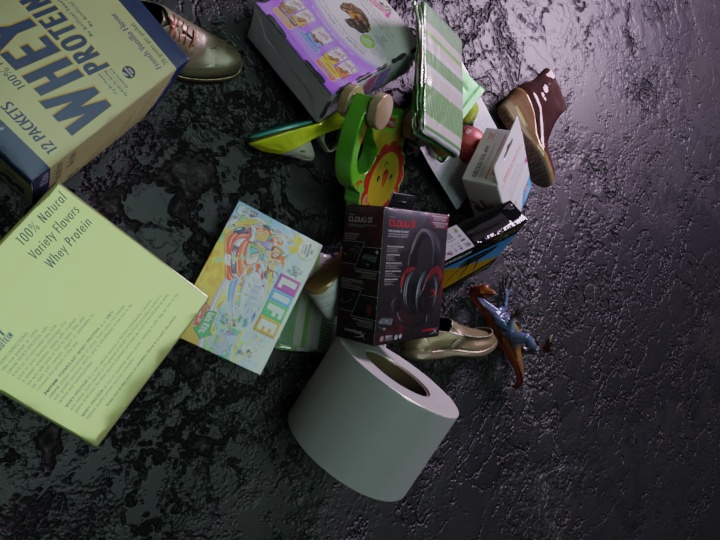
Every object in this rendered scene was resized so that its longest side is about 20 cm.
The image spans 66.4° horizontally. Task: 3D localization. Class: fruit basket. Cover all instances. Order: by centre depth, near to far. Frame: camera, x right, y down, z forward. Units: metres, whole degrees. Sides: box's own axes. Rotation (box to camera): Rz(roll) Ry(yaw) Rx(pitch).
[{"bbox_3d":[0.167,-0.243,0.976,0.186,0.094,0.200,-54,130,-20],"label":"fruit basket"}]

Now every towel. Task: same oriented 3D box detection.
[{"bbox_3d":[0.120,-0.286,0.842,0.152,0.023,0.201,8,80,-55],"label":"towel"},{"bbox_3d":[-0.038,0.058,0.857,0.199,0.023,0.153,14,81,-30],"label":"towel"}]

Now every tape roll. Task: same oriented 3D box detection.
[{"bbox_3d":[0.017,0.198,0.771,0.202,0.203,0.139,31,96,-28],"label":"tape roll"}]

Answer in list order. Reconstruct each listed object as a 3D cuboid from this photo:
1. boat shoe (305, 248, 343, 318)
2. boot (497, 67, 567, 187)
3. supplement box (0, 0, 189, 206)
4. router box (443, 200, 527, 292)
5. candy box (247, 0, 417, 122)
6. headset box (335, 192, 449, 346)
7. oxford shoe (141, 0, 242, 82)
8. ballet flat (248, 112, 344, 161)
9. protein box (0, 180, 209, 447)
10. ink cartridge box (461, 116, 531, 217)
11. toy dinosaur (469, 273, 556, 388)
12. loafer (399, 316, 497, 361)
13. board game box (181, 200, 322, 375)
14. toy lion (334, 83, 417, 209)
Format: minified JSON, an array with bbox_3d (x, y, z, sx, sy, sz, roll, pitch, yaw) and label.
[{"bbox_3d":[0.000,0.000,0.825,0.200,0.071,0.070,-39,119,-35],"label":"boat shoe"},{"bbox_3d":[0.370,-0.286,1.096,0.166,0.072,0.200,-38,105,-24],"label":"boot"},{"bbox_3d":[-0.323,-0.192,0.586,0.134,0.200,0.200,49,67,-20],"label":"supplement box"},{"bbox_3d":[0.168,-0.026,0.922,0.199,0.149,0.051,-25,67,-29],"label":"router box"},{"bbox_3d":[-0.034,-0.339,0.812,0.200,0.072,0.168,-38,87,-29],"label":"candy box"},{"bbox_3d":[0.048,-0.006,0.767,0.148,0.075,0.201,1,96,-47],"label":"headset box"},{"bbox_3d":[-0.242,-0.297,0.712,0.199,0.075,0.071,5,86,-32],"label":"oxford shoe"},{"bbox_3d":[-0.071,-0.203,0.826,0.200,0.067,0.067,-32,115,-30],"label":"ballet flat"},{"bbox_3d":[-0.324,0.047,0.619,0.200,0.135,0.199,43,69,-25],"label":"protein box"},{"bbox_3d":[0.239,-0.166,0.964,0.115,0.068,0.200,-63,148,-18],"label":"ink cartridge box"},{"bbox_3d":[0.269,0.106,1.023,0.181,0.105,0.201,24,89,-9],"label":"toy dinosaur"},{"bbox_3d":[0.159,0.115,0.956,0.199,0.076,0.068,-3,97,-32],"label":"loafer"},{"bbox_3d":[-0.155,0.024,0.761,0.134,0.034,0.201,28,77,-14],"label":"board game box"},{"bbox_3d":[0.019,-0.161,0.825,0.200,0.068,0.193,-11,122,-63],"label":"toy lion"}]
